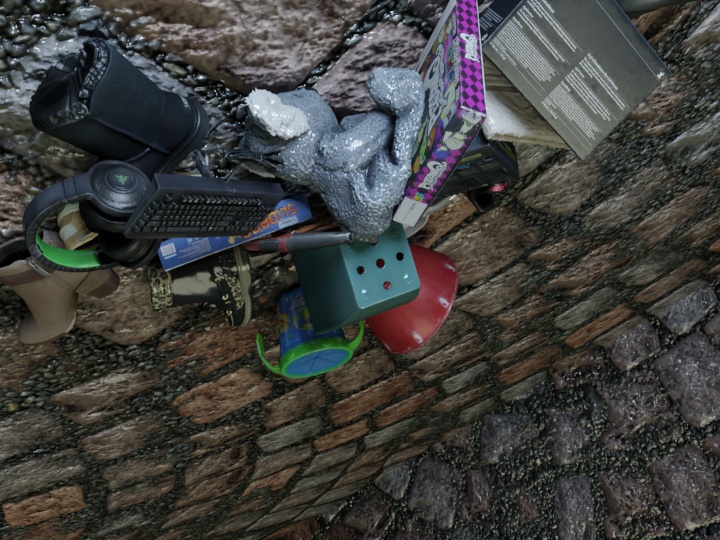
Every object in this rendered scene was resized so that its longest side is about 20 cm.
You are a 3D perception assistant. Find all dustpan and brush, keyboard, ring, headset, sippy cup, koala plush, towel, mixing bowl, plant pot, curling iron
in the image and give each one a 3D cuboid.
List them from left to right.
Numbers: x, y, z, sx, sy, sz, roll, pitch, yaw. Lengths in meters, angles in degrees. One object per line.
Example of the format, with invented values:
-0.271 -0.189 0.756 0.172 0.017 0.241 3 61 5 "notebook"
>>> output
-0.242 -0.067 0.726 0.195 0.096 0.125 -16 151 -14 "headset"
-0.141 -0.078 0.725 0.128 0.021 0.198 -51 161 22 "keyboard"
-0.081 -0.037 0.881 0.049 0.026 0.197 -14 -174 -43 "curling iron"
-0.092 0.104 1.263 0.173 0.133 0.140 -4 153 -29 "sippy cup"
-0.047 -0.144 0.825 0.194 0.189 0.177 14 166 -14 "koala plush"
-0.051 -0.071 1.023 0.195 0.020 0.200 -18 -178 1 "ring"
0.000 0.000 0.971 0.138 0.145 0.200 -18 -179 -15 "plant pot"
0.065 0.030 1.243 0.107 0.203 0.199 34 122 -30 "mixing bowl"
0.079 -0.089 1.139 0.199 0.058 0.138 -39 155 21 "dustpan and brush"
0.215 -0.228 0.922 0.196 0.136 0.034 -4 164 -39 "towel"

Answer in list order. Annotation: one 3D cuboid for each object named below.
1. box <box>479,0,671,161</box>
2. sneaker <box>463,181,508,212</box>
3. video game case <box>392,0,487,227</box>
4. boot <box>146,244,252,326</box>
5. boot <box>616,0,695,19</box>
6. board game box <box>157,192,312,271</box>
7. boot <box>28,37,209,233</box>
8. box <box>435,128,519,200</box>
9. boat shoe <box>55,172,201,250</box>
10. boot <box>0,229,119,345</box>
0.242 -0.254 0.827 0.199 0.080 0.141 38 111 -24 "box"
0.210 -0.164 1.094 0.075 0.085 0.202 -18 154 -14 "sneaker"
0.086 -0.186 0.819 0.035 0.204 0.182 14 142 -14 "video game case"
-0.243 0.033 1.080 0.149 0.075 0.205 -11 152 -17 "boot"
0.339 -0.338 0.912 0.194 0.080 0.139 -1 153 -16 "boot"
-0.168 -0.055 0.939 0.195 0.035 0.135 -21 -171 -9 "board game box"
-0.272 -0.131 0.727 0.199 0.077 0.167 -40 155 16 "boot"
0.108 -0.147 0.990 0.195 0.053 0.157 -15 167 26 "box"
-0.264 -0.061 0.868 0.195 0.078 0.072 -18 153 -17 "boat shoe"
-0.414 0.019 0.908 0.197 0.071 0.146 -32 147 11 "boot"
